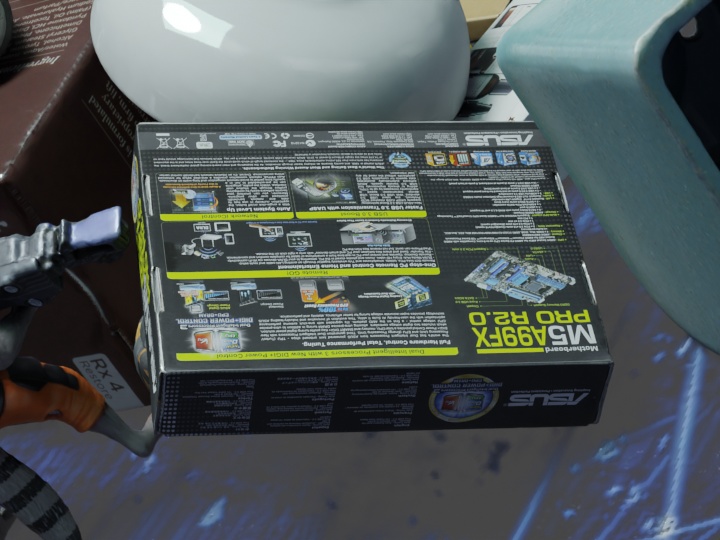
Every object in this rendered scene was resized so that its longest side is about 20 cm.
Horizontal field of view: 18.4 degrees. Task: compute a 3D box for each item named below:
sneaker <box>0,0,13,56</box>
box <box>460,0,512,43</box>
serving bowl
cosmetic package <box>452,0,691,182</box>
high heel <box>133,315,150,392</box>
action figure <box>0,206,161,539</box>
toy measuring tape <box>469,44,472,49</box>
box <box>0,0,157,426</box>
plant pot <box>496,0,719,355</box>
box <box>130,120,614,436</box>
[{"bbox_3d":[-0.271,-0.095,1.178,0.200,0.075,0.079,-26,17,1],"label":"sneaker"},{"bbox_3d":[0.042,-0.191,1.383,0.200,0.021,0.164,-3,42,39],"label":"box"},{"bbox_3d":[-0.036,-0.140,1.141,0.200,0.066,0.200,9,41,-8],"label":"serving bowl"},{"bbox_3d":[0.117,-0.126,1.201,0.083,0.051,0.200,8,49,45],"label":"cosmetic package"},{"bbox_3d":[-0.016,0.011,1.137,0.200,0.143,0.071,-4,46,-19],"label":"high heel"},{"bbox_3d":[-0.175,0.050,1.055,0.200,0.193,0.105,-22,46,31],"label":"action figure"},{"bbox_3d":[0.019,-0.086,1.203,0.074,0.074,0.200,-12,29,29],"label":"toy measuring tape"},{"bbox_3d":[-0.173,-0.043,1.226,0.164,0.166,0.200,-9,38,32],"label":"box"},{"bbox_3d":[0.173,-0.080,0.970,0.196,0.196,0.200,-43,23,-17],"label":"plant pot"},{"bbox_3d":[0.000,0.000,1.012,0.200,0.044,0.160,-1,46,-11],"label":"box"}]
